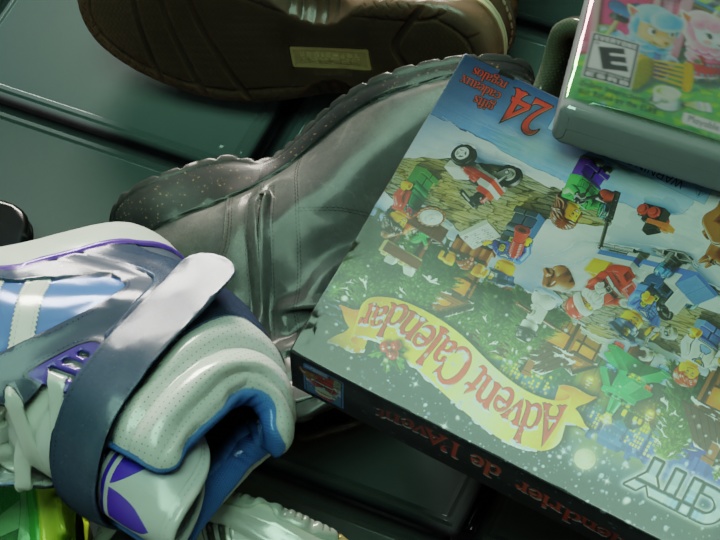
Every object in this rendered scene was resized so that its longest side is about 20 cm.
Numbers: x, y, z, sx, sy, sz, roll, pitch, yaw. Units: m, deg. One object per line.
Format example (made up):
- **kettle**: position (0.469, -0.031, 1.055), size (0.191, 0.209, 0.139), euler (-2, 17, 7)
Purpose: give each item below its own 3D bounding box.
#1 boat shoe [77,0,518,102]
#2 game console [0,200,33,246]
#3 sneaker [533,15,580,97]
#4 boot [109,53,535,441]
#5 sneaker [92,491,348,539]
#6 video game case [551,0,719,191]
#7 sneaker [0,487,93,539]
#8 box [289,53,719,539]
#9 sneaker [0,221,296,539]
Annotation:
- **boat shoe**: position (-0.025, -0.119, 1.071), size (0.202, 0.075, 0.075), euler (12, 39, 17)
- **game console**: position (-0.258, 0.014, 0.987), size (0.171, 0.118, 0.200), euler (11, 60, 17)
- **sneaker**: position (0.070, -0.013, 0.954), size (0.074, 0.079, 0.200), euler (-4, 55, 48)
- **boot**: position (0.000, 0.000, 0.990), size (0.200, 0.070, 0.132), euler (-25, 59, 7)
- **sneaker**: position (-0.020, 0.145, 0.885), size (0.200, 0.076, 0.088), euler (14, 60, 19)
- **video game case**: position (0.184, -0.087, 0.905), size (0.200, 0.022, 0.182), euler (17, 47, 1)
- **sneaker**: position (-0.147, 0.131, 0.917), size (0.084, 0.074, 0.200), euler (-5, 57, 3)
- **box**: position (0.094, 0.024, 0.855), size (0.200, 0.038, 0.137), euler (26, 69, 10)
- **sneaker**: position (-0.122, 0.057, 0.862), size (0.200, 0.081, 0.146), euler (-19, 39, -23)
